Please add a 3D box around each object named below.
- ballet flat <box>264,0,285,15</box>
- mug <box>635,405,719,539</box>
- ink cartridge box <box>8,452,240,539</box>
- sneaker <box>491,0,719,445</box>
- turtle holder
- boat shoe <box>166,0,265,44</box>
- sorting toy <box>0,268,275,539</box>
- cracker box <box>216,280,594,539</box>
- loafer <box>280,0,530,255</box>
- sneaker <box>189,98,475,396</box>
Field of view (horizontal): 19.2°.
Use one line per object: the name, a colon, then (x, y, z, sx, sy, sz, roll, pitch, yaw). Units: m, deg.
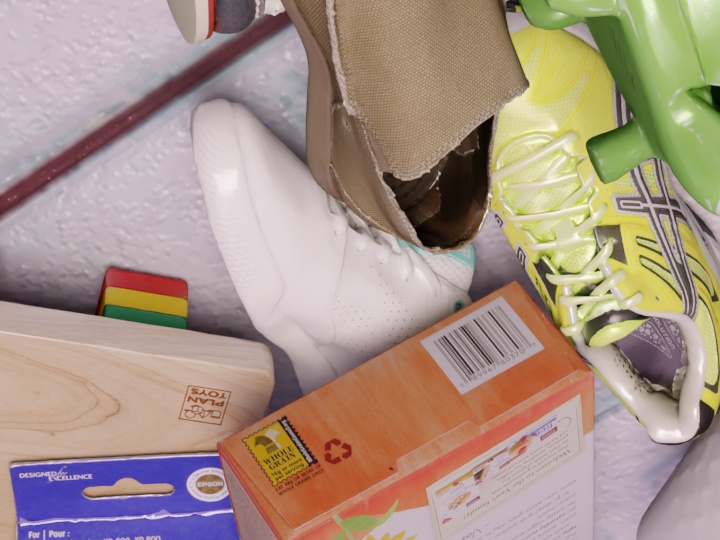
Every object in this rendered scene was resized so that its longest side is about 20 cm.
ballet flat: (-0.096, -0.153, 0.721, 0.072, 0.072, 0.200, -35, 116, 26)
mug: (0.204, 0.085, 0.801, 0.147, 0.200, 0.176, 35, 117, 7)
ink cartridge box: (-0.092, 0.159, 0.893, 0.094, 0.037, 0.201, -3, 127, -3)
sneaker: (0.090, -0.019, 0.802, 0.075, 0.077, 0.200, -28, 119, 25)
turtle holder: (0.117, -0.105, 0.670, 0.131, 0.186, 0.141, -22, 122, 3)
boat shoe: (-0.039, -0.172, 0.665, 0.062, 0.071, 0.201, -7, 103, -22)
sorting toy: (-0.155, 0.078, 0.887, 0.199, 0.070, 0.199, 9, 128, -13)
cracker box: (0.024, 0.109, 0.850, 0.134, 0.058, 0.200, -28, 144, -15)
loafer: (0.020, -0.076, 0.692, 0.076, 0.067, 0.200, -40, 154, -16)
sneaker: (0.000, 0.000, 0.834, 0.088, 0.075, 0.200, -23, 131, 7)
